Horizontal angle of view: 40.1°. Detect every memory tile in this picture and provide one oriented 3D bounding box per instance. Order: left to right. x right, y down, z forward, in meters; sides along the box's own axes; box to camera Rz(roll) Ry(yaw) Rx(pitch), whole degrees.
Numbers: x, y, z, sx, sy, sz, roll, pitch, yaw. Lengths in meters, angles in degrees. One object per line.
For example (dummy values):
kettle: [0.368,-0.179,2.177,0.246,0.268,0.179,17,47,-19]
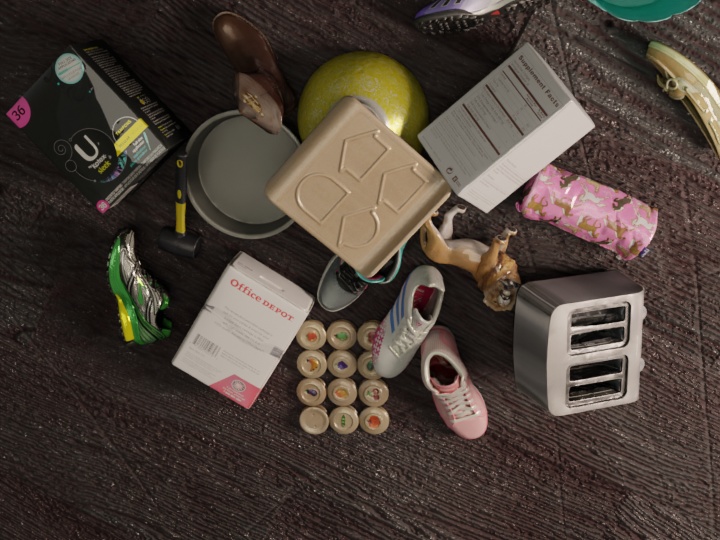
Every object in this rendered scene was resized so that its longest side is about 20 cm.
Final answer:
memory tile: [-0.029,0.174,1.601,0.153,0.017,0.200,1,108,7]

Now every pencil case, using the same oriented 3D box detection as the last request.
pencil case: [0.330,-0.086,1.439,0.200,0.083,0.087,24,70,-1]

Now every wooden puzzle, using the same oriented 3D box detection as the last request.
wooden puzzle: [-0.003,-0.117,1.380,0.200,0.046,0.185,40,105,-14]

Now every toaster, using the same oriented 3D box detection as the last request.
toaster: [0.315,0.102,1.448,0.200,0.119,0.181,-7,107,-17]

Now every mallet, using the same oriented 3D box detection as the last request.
mallet: [-0.282,-0.101,1.498,0.066,0.041,0.200,11,133,10]

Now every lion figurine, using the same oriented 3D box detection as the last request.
lion figurine: [0.160,-0.025,1.493,0.200,0.072,0.123,28,127,13]

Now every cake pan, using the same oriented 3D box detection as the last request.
cake pan: [-0.170,-0.148,1.499,0.200,0.037,0.201,3,111,8]

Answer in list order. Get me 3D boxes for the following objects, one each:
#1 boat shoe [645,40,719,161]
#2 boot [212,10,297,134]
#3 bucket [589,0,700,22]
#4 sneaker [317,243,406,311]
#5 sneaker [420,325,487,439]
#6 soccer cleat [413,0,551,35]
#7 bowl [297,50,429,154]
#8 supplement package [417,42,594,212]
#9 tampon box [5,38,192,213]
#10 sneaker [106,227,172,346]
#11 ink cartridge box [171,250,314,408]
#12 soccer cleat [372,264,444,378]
boat shoe: [0.464,-0.237,1.379,0.201,0.073,0.063,41,104,-14]
boot: [-0.159,-0.278,1.375,0.064,0.200,0.186,-38,100,16]
bucket: [0.367,-0.429,1.294,0.207,0.135,0.208,2,107,7]
sneaker: [0.000,0.000,1.486,0.084,0.121,0.200,38,109,-5]
sneaker: [0.143,0.192,1.539,0.075,0.105,0.201,-19,105,11]
soccer cleat: [0.168,-0.386,1.379,0.200,0.068,0.073,-13,82,15]
bowl: [-0.001,-0.211,1.427,0.200,0.108,0.201,2,108,6]
supplement package: [0.204,-0.195,1.380,0.200,0.117,0.117,-39,64,16]
tampon box: [-0.383,-0.216,1.463,0.150,0.126,0.200,-41,98,16]
sneaker: [-0.349,0.023,1.571,0.085,0.078,0.200,-8,115,3]
ink cartridge box: [-0.183,0.094,1.559,0.146,0.083,0.200,32,109,-3]
soccer cleat: [0.072,0.087,1.515,0.070,0.086,0.200,15,109,-18]
